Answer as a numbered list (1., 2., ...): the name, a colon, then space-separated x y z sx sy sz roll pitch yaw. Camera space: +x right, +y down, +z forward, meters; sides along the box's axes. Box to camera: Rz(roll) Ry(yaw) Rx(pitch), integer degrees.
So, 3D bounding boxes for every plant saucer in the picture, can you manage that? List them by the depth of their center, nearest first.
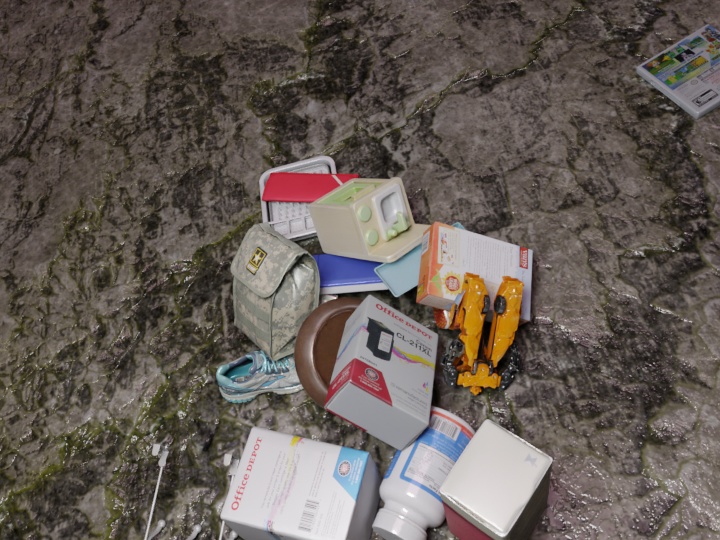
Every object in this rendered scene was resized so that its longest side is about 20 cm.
1. plant saucer: -0.015 0.145 1.285 0.197 0.034 0.204 3 79 -18
2. plant saucer: 0.121 -0.018 1.351 0.198 0.019 0.070 -29 63 -21

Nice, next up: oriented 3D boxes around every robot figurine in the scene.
1. robot figurine: 0.205 0.108 1.247 0.142 0.203 0.058 6 15 -13

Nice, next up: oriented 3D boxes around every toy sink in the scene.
1. toy sink: 0.018 -0.101 1.402 0.130 0.113 0.199 -34 27 -31

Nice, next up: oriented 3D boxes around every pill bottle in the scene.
1. pill bottle: 0.096 0.323 1.160 0.111 0.113 0.202 19 63 24

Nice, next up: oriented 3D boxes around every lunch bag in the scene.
1. lunch bag: -0.153 0.030 1.327 0.116 0.203 0.163 -12 27 -33

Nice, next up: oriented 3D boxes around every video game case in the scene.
1. video game case: 0.717 -0.420 1.572 0.198 0.022 0.183 -31 55 -7

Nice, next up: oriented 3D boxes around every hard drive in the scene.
1. hard drive: 0.000 0.000 1.405 0.196 0.026 0.132 -5 26 2

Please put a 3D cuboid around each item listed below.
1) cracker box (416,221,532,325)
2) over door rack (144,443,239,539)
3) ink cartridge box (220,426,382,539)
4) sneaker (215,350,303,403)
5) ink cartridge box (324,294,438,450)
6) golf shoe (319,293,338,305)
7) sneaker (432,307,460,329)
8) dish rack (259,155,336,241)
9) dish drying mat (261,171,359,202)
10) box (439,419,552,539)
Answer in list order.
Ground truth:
1. cracker box: 0.201 0.010 1.311 0.197 0.058 0.136 15 67 -15
2. over door rack: -0.272 0.393 1.216 0.145 0.067 0.204 2 78 15
3. ink cartridge box: -0.085 0.354 1.159 0.197 0.147 0.148 8 59 18
4. sneaker: -0.163 0.178 1.334 0.197 0.087 0.078 -19 54 0
5. ink cartridge box: 0.038 0.156 1.186 0.144 0.083 0.201 30 37 -12
6. golf shoe: -0.045 0.098 1.371 0.197 0.076 0.092 15 65 24
7. sneaker: 0.165 0.025 1.384 0.076 0.073 0.203 3 55 -14
8. dish rack: -0.121 -0.141 1.567 0.169 0.044 0.202 -14 55 5
9. dish drying mat: -0.104 -0.172 1.547 0.197 0.018 0.078 4 58 16
10. box: 0.196 0.327 1.078 0.108 0.201 0.128 29 66 27
